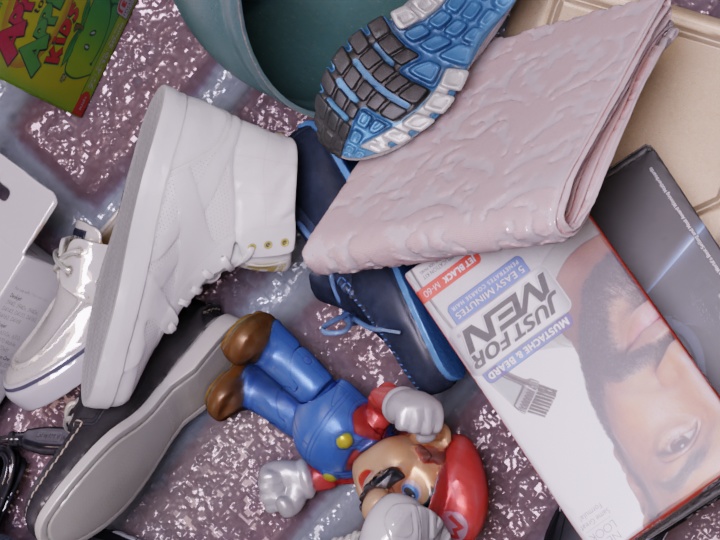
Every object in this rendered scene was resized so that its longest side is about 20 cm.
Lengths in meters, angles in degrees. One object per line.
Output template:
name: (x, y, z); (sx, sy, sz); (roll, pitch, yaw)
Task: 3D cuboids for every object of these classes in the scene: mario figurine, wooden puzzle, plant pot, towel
mario figurine: (-0.012, 0.112, 1.091); (0.199, 0.124, 0.106); (32, 76, 16)
wooden puzzle: (0.170, -0.080, 1.116); (0.199, 0.037, 0.186); (19, 89, 16)
plant pot: (-0.049, -0.209, 1.101); (0.134, 0.200, 0.202); (22, 89, 39)
towel: (0.078, -0.076, 1.035); (0.199, 0.032, 0.192); (-9, 39, 45)

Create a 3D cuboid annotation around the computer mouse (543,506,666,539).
computer mouse: (0.144, 0.113, 1.095); (0.140, 0.046, 0.201); (27, 91, 11)

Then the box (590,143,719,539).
box: (0.164, 0.051, 1.057); (0.160, 0.044, 0.201); (-33, 74, 9)

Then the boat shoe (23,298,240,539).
boat shoe: (-0.152, 0.091, 1.111); (0.060, 0.074, 0.200); (27, 60, 22)

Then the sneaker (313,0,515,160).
sneaker: (0.049, -0.144, 1.088); (0.075, 0.087, 0.200); (41, 85, 5)

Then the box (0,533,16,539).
box: (-0.238, 0.252, 1.100); (0.157, 0.051, 0.201); (20, 125, 10)

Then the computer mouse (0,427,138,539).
computer mouse: (-0.170, 0.178, 1.148); (0.198, 0.046, 0.142); (5, 81, 16)

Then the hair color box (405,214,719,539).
hair color box: (0.127, 0.054, 1.011); (0.111, 0.064, 0.201); (-36, 75, 7)

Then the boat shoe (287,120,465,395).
boat shoe: (0.000, 0.000, 1.127); (0.068, 0.084, 0.201); (-35, 63, 14)

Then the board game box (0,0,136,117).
board game box: (-0.208, -0.167, 1.108); (0.047, 0.200, 0.102); (26, 91, 12)

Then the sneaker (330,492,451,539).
sneaker: (-0.006, 0.192, 1.055); (0.099, 0.201, 0.078); (32, 53, 20)

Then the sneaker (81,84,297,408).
sneaker: (-0.098, -0.001, 1.078); (0.115, 0.074, 0.202); (18, 86, -21)

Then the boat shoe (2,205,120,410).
boat shoe: (-0.166, -0.002, 1.123); (0.200, 0.071, 0.070); (-47, 120, -12)

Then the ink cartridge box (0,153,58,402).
ink cartridge box: (-0.269, 0.019, 1.157); (0.116, 0.067, 0.201); (34, 92, 29)
